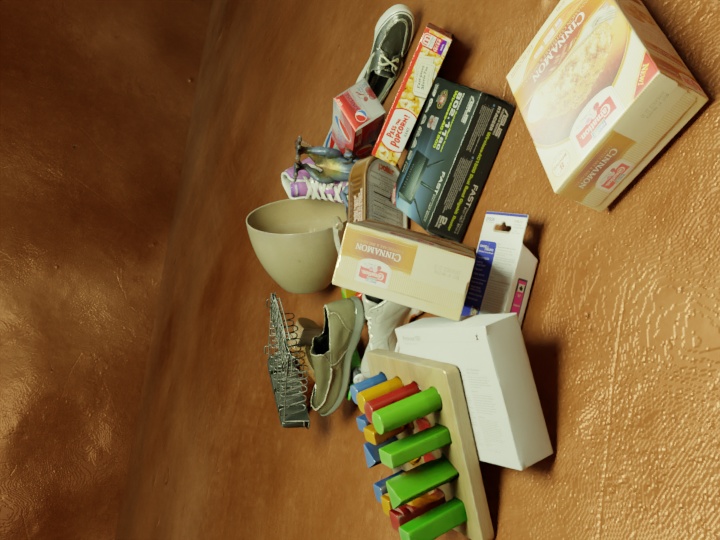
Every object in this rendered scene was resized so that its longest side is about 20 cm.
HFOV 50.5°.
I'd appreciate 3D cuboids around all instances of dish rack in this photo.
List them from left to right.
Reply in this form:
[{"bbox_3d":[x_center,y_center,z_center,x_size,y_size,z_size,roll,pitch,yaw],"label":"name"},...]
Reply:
[{"bbox_3d":[-0.118,0.142,1.227,0.155,0.053,0.203,-113,22,-44],"label":"dish rack"}]

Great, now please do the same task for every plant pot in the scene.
[{"bbox_3d":[-0.104,-0.039,1.398,0.200,0.195,0.138,-133,35,-62],"label":"plant pot"}]

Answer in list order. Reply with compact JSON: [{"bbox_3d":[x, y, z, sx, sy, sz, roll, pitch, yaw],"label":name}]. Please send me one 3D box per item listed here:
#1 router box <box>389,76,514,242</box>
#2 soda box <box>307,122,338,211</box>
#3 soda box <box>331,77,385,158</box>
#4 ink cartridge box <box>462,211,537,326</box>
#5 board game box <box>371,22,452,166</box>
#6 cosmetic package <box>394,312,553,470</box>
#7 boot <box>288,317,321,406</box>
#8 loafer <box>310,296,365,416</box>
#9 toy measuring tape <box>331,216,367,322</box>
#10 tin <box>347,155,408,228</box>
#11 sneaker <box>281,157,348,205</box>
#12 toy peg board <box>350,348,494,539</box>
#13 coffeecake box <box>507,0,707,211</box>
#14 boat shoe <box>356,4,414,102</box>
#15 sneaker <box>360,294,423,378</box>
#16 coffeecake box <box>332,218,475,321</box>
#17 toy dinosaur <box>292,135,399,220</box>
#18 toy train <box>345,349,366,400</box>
[{"bbox_3d":[0.124,-0.160,1.084,0.205,0.061,0.150,-69,26,13],"label":"router box"},{"bbox_3d":[-0.044,-0.209,1.475,0.203,0.062,0.069,-64,27,25],"label":"soda box"},{"bbox_3d":[-0.007,-0.247,1.298,0.071,0.063,0.200,56,172,6],"label":"soda box"},{"bbox_3d":[0.163,0.033,0.927,0.094,0.036,0.206,16,94,67],"label":"ink cartridge box"},{"bbox_3d":[0.083,-0.279,1.196,0.152,0.045,0.204,-72,6,-70],"label":"board game box"},{"bbox_3d":[0.121,0.131,0.866,0.199,0.051,0.155,-10,98,64],"label":"cosmetic package"},{"bbox_3d":[-0.098,0.196,1.357,0.200,0.075,0.159,45,122,54],"label":"boot"},{"bbox_3d":[-0.051,0.130,1.179,0.075,0.068,0.205,-130,50,-61],"label":"loafer"},{"bbox_3d":[0.000,0.000,1.206,0.074,0.072,0.204,-114,14,-55],"label":"toy measuring tape"},{"bbox_3d":[0.030,-0.080,1.180,0.041,0.111,0.206,-13,69,38],"label":"tin"},{"bbox_3d":[-0.063,-0.142,1.360,0.198,0.113,0.075,24,127,40],"label":"sneaker"},{"bbox_3d":[0.045,0.213,0.903,0.198,0.096,0.206,1,106,64],"label":"toy peg board"},{"bbox_3d":[0.248,-0.194,0.805,0.154,0.071,0.203,-53,33,38],"label":"coffeecake box"},{"bbox_3d":[0.048,-0.374,1.371,0.065,0.069,0.202,-99,26,-43],"label":"boat shoe"},{"bbox_3d":[0.031,0.070,1.123,0.204,0.090,0.076,-66,27,22],"label":"sneaker"},{"bbox_3d":[0.060,-0.007,0.933,0.200,0.149,0.075,-34,-40,-80],"label":"coffeecake box"},{"bbox_3d":[-0.022,-0.185,1.291,0.203,0.176,0.107,-96,14,-50],"label":"toy dinosaur"},{"bbox_3d":[-0.022,0.135,1.252,0.201,0.041,0.058,-115,32,-55],"label":"toy train"}]
